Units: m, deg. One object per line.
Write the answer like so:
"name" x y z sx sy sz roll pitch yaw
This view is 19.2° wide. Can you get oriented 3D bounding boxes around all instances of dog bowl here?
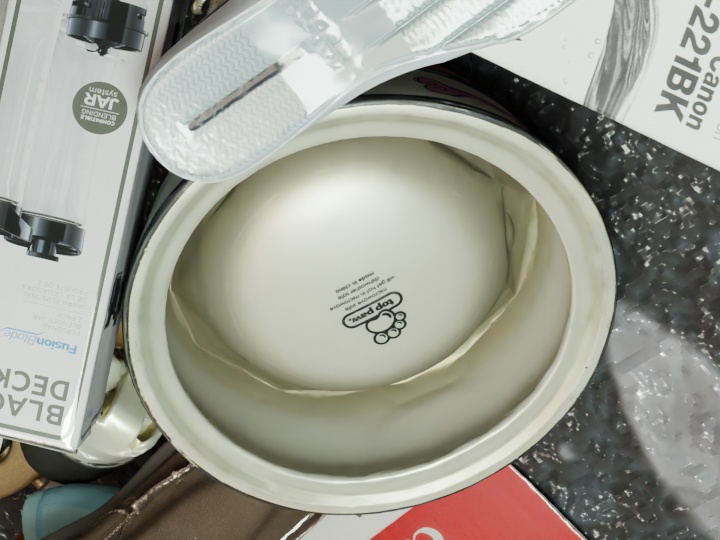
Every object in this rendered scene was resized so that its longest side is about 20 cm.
"dog bowl" 0.000 0.000 0.867 0.198 0.074 0.201 -5 124 -7

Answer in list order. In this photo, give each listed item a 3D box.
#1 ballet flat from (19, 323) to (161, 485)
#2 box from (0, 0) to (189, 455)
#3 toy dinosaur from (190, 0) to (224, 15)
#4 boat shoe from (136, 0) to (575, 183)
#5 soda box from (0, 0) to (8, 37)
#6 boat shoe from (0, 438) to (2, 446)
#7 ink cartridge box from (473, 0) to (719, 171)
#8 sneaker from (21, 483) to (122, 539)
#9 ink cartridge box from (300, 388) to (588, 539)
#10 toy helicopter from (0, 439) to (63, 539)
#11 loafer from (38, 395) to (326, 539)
"ballet flat" -0.098 0.037 0.961 0.068 0.069 0.200 32 115 -15
"box" -0.112 -0.039 0.820 0.060 0.117 0.202 12 94 -3
"toy dinosaur" -0.089 -0.200 0.859 0.100 0.058 0.201 2 130 11
"boat shoe" 0.007 -0.104 0.737 0.199 0.067 0.074 -25 112 16
"soda box" -0.155 -0.068 0.963 0.068 0.063 0.201 18 127 20
"boat shoe" -0.191 0.057 0.963 0.072 0.060 0.202 45 129 3
"ink cartridge box" 0.106 -0.135 0.759 0.199 0.084 0.145 26 129 12
"sneaker" -0.125 0.185 1.050 0.081 0.074 0.202 10 121 22
"ink cartridge box" -0.009 0.129 1.024 0.176 0.045 0.200 46 131 -3
"toy helicopter" -0.149 0.071 1.049 0.198 0.079 0.133 -14 107 22
"loafer" -0.084 0.130 0.937 0.199 0.071 0.073 -36 114 -1
